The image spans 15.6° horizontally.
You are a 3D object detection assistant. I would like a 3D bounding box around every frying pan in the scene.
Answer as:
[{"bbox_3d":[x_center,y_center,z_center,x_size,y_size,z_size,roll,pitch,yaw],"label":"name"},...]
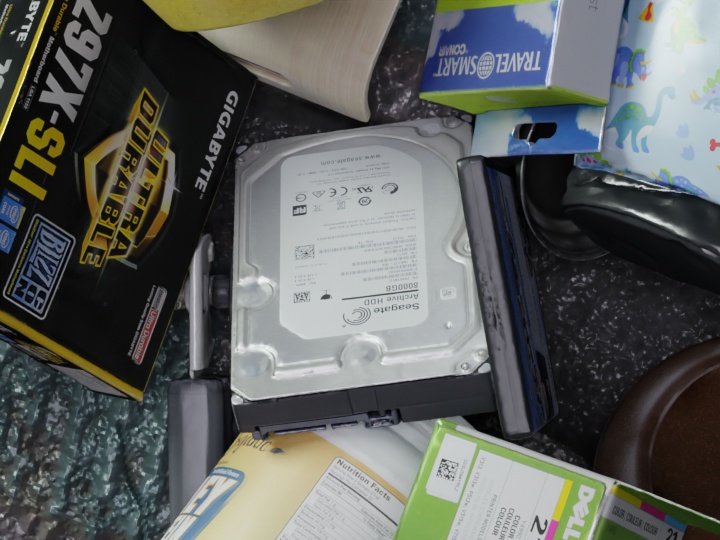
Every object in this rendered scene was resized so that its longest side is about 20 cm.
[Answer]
[{"bbox_3d":[0.126,-0.098,1.435,0.115,0.031,0.190,-16,114,-36],"label":"frying pan"}]

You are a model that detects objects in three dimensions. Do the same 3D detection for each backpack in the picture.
[{"bbox_3d":[0.200,-0.099,1.371,0.163,0.154,0.200,25,79,38],"label":"backpack"}]

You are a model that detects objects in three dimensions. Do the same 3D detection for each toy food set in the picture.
[{"bbox_3d":[-0.022,-0.201,1.483,0.143,0.060,0.200,23,91,16],"label":"toy food set"}]

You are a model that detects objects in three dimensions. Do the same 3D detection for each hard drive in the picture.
[{"bbox_3d":[0.000,0.000,1.422,0.140,0.038,0.200,-7,46,7],"label":"hard drive"}]

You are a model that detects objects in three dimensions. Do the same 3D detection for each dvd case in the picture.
[{"bbox_3d":[0.080,0.013,1.395,0.018,0.200,0.143,-11,88,8],"label":"dvd case"}]

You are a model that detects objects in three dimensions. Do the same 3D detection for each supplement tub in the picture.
[{"bbox_3d":[-0.027,0.157,1.416,0.145,0.145,0.200,35,72,4],"label":"supplement tub"}]

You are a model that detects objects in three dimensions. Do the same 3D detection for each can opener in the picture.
[{"bbox_3d":[-0.080,0.075,1.486,0.066,0.053,0.200,4,91,9],"label":"can opener"}]

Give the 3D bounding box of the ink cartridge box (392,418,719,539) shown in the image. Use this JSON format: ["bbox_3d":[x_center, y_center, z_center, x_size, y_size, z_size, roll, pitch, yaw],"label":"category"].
[{"bbox_3d":[0.135,0.150,1.315,0.200,0.148,0.076,19,84,24],"label":"ink cartridge box"}]

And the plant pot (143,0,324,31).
[{"bbox_3d":[-0.067,-0.207,1.381,0.200,0.200,0.142,-13,104,6],"label":"plant pot"}]

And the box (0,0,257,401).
[{"bbox_3d":[-0.149,-0.052,1.418,0.049,0.160,0.200,4,69,43],"label":"box"}]

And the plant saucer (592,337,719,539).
[{"bbox_3d":[0.226,0.116,1.420,0.200,0.032,0.200,0,62,0],"label":"plant saucer"}]

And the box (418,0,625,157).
[{"bbox_3d":[0.093,-0.163,1.385,0.048,0.122,0.200,14,84,-32],"label":"box"}]
